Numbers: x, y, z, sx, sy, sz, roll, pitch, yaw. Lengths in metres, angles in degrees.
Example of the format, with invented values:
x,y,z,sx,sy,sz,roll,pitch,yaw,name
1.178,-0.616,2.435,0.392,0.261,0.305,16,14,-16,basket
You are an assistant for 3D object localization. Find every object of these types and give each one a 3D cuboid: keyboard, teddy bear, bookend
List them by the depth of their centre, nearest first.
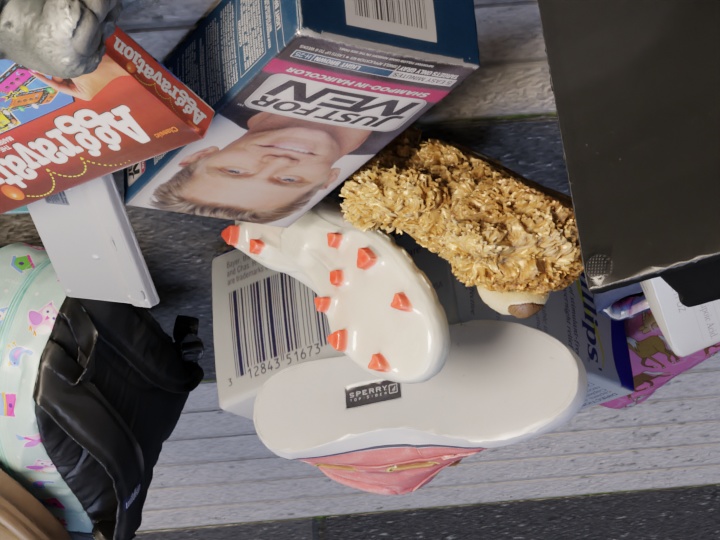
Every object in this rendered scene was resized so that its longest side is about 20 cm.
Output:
x,y,z,sx,sy,sz,roll,pitch,yaw,name
0.164,-0.066,0.948,0.092,0.199,0.200,-17,156,22,bookend
-0.151,-0.041,1.069,0.056,0.011,0.200,11,147,17,keyboard
0.058,-0.027,1.090,0.145,0.067,0.200,14,-169,-44,teddy bear

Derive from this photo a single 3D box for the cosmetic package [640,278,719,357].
x,y,z,sx,sy,sz,roll,pitch,yaw,name
0.235,-0.044,1.083,0.200,0.074,0.102,-23,128,4,cosmetic package

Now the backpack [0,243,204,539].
x,y,z,sx,sy,sz,roll,pitch,yaw,name
-0.187,0.069,1.261,0.126,0.167,0.200,6,155,17,backpack

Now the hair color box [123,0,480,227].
x,y,z,sx,sy,sz,roll,pitch,yaw,name
-0.035,-0.090,1.029,0.100,0.061,0.200,8,155,-28,hair color box

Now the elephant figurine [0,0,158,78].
x,y,z,sx,sy,sz,roll,pitch,yaw,name
-0.148,-0.172,0.748,0.141,0.155,0.200,32,161,28,elephant figurine

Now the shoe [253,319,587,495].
x,y,z,sx,sy,sz,roll,pitch,yaw,name
0.045,0.081,1.187,0.200,0.072,0.091,-10,157,23,shoe

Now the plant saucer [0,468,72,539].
x,y,z,sx,sy,sz,roll,pitch,yaw,name
-0.253,0.131,1.272,0.200,0.030,0.200,30,160,13,plant saucer

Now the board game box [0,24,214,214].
x,y,z,sx,sy,sz,roll,pitch,yaw,name
-0.171,-0.076,0.998,0.200,0.019,0.103,-16,134,45,board game box

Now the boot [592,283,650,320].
x,y,z,sx,sy,sz,roll,pitch,yaw,name
0.210,-0.040,1.167,0.073,0.091,0.200,15,150,-41,boot

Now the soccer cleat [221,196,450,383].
x,y,z,sx,sy,sz,roll,pitch,yaw,name
0.000,0.000,1.141,0.077,0.200,0.069,7,111,-38,soccer cleat

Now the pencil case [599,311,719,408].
x,y,z,sx,sy,sz,roll,pitch,yaw,name
0.212,0.022,1.331,0.083,0.087,0.200,17,151,-21,pencil case

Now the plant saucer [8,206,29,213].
x,y,z,sx,sy,sz,roll,pitch,yaw,name
-0.173,-0.078,1.083,0.070,0.019,0.200,-3,159,-7,plant saucer

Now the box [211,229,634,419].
x,y,z,sx,sy,sz,roll,pitch,yaw,name
0.040,0.034,1.292,0.184,0.105,0.200,-21,153,32,box
